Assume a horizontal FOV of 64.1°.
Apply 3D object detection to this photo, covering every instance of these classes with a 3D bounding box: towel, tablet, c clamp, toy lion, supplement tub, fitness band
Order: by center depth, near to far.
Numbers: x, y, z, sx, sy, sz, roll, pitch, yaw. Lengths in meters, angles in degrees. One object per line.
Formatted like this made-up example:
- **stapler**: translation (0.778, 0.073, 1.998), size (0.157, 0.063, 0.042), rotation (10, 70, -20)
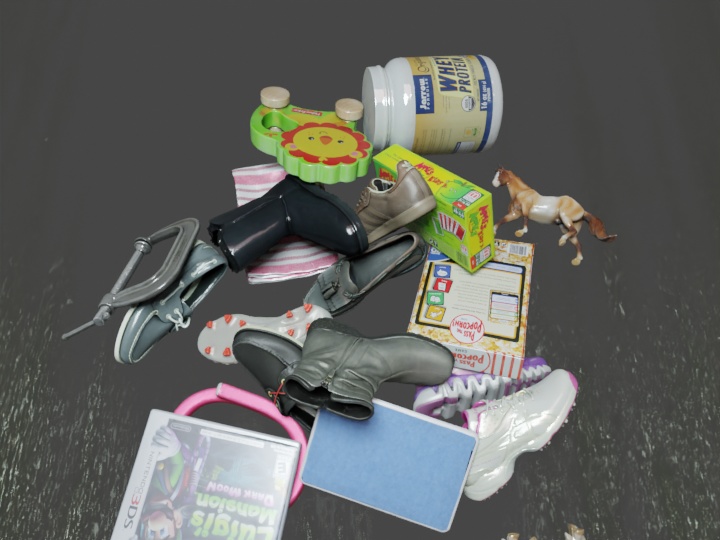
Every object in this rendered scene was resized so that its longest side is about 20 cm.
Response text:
- **tablet**: translation (0.033, 0.226, 0.694), size (0.195, 0.014, 0.134), rotation (18, 98, 3)
- **fitness band**: translation (-0.159, 0.231, 0.733), size (0.195, 0.038, 0.147), rotation (19, 67, 7)
- **c clamp**: translation (-0.304, -0.002, 0.788), size (0.167, 0.027, 0.202), rotation (-17, 35, 23)
- **toy lion**: translation (-0.076, -0.197, 0.868), size (0.194, 0.070, 0.194), rotation (10, 40, 3)
- **towel**: translation (-0.115, -0.083, 0.876), size (0.142, 0.030, 0.205), rotation (-10, 67, -7)
- **supplement tub**: translation (0.106, -0.253, 0.891), size (0.194, 0.145, 0.148), rotation (-5, 66, -9)

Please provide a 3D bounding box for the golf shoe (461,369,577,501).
- **golf shoe**: translation (0.181, 0.187, 0.710), size (0.092, 0.075, 0.200), rotation (45, 89, -6)

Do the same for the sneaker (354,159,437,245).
- **sneaker**: translation (0.029, -0.087, 0.795), size (0.070, 0.198, 0.077), rotation (-26, 91, -37)

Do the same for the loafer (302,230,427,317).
- **loafer**: translation (0.000, 0.000, 0.797), size (0.197, 0.063, 0.073), rotation (-31, 75, 6)

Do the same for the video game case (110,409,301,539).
- **video game case**: translation (-0.184, 0.279, 0.685), size (0.194, 0.023, 0.187), rotation (11, 70, 3)

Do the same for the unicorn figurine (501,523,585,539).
- **unicorn figurine**: translation (0.246, 0.378, 0.673), size (0.194, 0.074, 0.141), rotation (-10, 75, 9)

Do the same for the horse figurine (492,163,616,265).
- **horse figurine**: translation (0.283, -0.082, 0.874), size (0.195, 0.051, 0.134), rotation (17, 49, 14)

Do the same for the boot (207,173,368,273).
- **boot**: translation (-0.104, -0.045, 0.787), size (0.167, 0.077, 0.199), rotation (-35, 51, -20)

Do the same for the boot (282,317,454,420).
- **boot**: translation (0.014, 0.129, 0.669), size (0.194, 0.069, 0.132), rotation (11, 29, 1)

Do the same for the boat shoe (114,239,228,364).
- **boat shoe**: translation (-0.257, 0.047, 0.791), size (0.061, 0.073, 0.202), rotation (25, 62, 13)

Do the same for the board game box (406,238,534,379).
- **board game box**: translation (0.152, 0.037, 0.781), size (0.147, 0.047, 0.203), rotation (9, 48, 14)

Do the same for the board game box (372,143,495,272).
- **board game box**: translation (0.100, -0.092, 0.805), size (0.047, 0.103, 0.199), rotation (-32, 43, -19)

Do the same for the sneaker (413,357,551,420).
- **sneaker**: translation (0.156, 0.135, 0.770), size (0.194, 0.082, 0.090), rotation (-9, 49, -9)

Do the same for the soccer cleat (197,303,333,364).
- **soccer cleat**: translation (-0.127, 0.093, 0.782), size (0.195, 0.078, 0.071), rotation (-11, 63, 15)

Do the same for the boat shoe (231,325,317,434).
- **boat shoe**: translation (-0.081, 0.145, 0.721), size (0.200, 0.074, 0.063), rotation (39, 32, -9)
